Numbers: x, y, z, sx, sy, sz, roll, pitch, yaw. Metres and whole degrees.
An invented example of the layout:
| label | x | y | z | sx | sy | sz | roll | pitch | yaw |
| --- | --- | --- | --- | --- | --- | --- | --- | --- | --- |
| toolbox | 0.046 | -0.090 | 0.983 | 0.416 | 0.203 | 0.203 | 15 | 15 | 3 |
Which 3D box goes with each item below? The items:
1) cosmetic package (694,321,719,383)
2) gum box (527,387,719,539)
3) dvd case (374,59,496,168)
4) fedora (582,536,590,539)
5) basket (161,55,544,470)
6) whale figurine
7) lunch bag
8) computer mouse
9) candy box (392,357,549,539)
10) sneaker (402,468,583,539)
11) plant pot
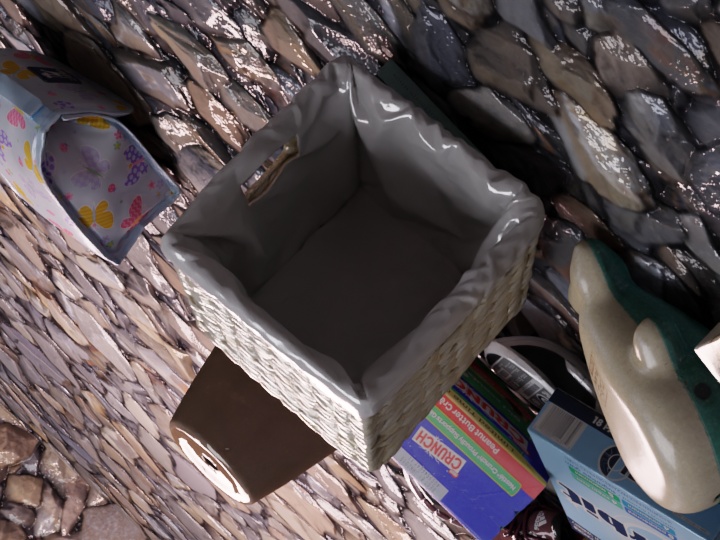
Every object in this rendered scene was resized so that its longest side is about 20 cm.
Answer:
| label | x | y | z | sx | sy | sz | roll | pitch | yaw |
| --- | --- | --- | --- | --- | --- | --- | --- | --- | --- |
| cosmetic package | 0.289 | 0.045 | 1.327 | 0.104 | 0.073 | 0.200 | 49 | 161 | 2 |
| gum box | 0.223 | 0.188 | 1.716 | 0.169 | 0.045 | 0.200 | 31 | 165 | 28 |
| dvd case | 0.040 | -0.076 | 1.695 | 0.146 | 0.022 | 0.200 | 46 | 163 | -2 |
| fedora | 0.230 | 0.271 | 1.836 | 0.200 | 0.200 | 0.082 | 32 | 131 | 33 |
| basket | 0.000 | 0.000 | 1.587 | 0.199 | 0.198 | 0.161 | 37 | 163 | 19 |
| whale figurine | 0.213 | 0.065 | 1.543 | 0.159 | 0.103 | 0.201 | 82 | 164 | -63 |
| lunch bag | -0.289 | -0.127 | 2.140 | 0.169 | 0.127 | 0.200 | 32 | 167 | 40 |
| computer mouse | 0.184 | 0.107 | 1.747 | 0.200 | 0.044 | 0.110 | 39 | 166 | 0 |
| candy box | 0.077 | 0.124 | 1.829 | 0.169 | 0.077 | 0.200 | 44 | -168 | 3 |
| sneaker | 0.137 | 0.214 | 2.046 | 0.200 | 0.076 | 0.115 | 39 | 159 | -16 |
| plant pot | -0.089 | 0.129 | 2.170 | 0.200 | 0.175 | 0.201 | 40 | 162 | 15 |
